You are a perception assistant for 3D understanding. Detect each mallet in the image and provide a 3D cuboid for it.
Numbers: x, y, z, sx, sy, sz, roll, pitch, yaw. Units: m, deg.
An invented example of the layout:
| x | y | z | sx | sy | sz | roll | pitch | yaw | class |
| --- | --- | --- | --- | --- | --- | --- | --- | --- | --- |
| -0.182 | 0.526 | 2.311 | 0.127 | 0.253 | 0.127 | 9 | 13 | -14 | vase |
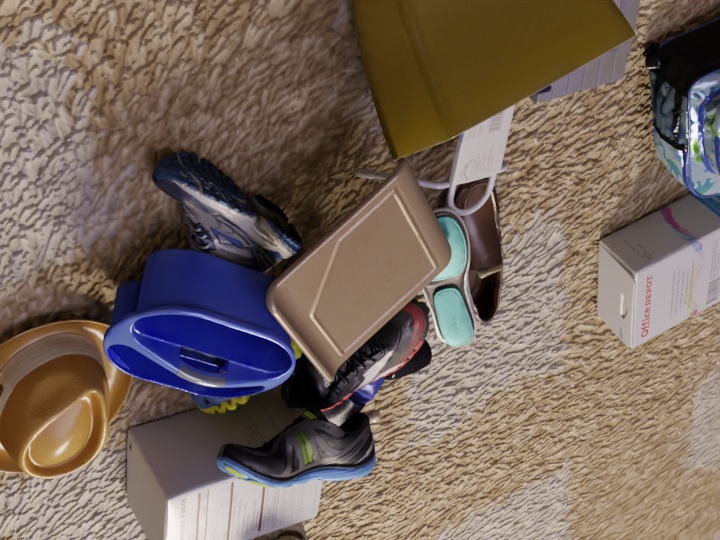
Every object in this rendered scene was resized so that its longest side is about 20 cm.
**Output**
| x | y | z | sx | sy | sz | roll | pitch | yaw | class |
| --- | --- | --- | --- | --- | --- | --- | --- | --- | --- |
| 0.056 | 0.025 | 1.486 | 0.065 | 0.041 | 0.203 | -7 | 108 | -41 | mallet |

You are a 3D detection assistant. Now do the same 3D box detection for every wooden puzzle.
| x | y | z | sx | sy | sz | roll | pitch | yaw | class |
| --- | --- | --- | --- | --- | --- | --- | --- | --- | --- |
| 0.000 | 0.000 | 1.322 | 0.200 | 0.037 | 0.185 | -46 | 146 | -8 | wooden puzzle |

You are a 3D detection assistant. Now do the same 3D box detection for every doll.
| x | y | z | sx | sy | sz | roll | pitch | yaw | class |
| --- | --- | --- | --- | --- | --- | --- | --- | --- | --- |
| -0.019 | 0.152 | 1.563 | 0.200 | 0.049 | 0.136 | -49 | 135 | 9 | doll |

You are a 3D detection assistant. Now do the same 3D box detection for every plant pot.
| x | y | z | sx | sy | sz | roll | pitch | yaw | class |
| --- | --- | --- | --- | --- | --- | --- | --- | --- | --- |
| 0.096 | -0.234 | 1.194 | 0.199 | 0.200 | 0.178 | -30 | 96 | -12 | plant pot |

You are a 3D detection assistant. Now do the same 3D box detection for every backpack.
| x | y | z | sx | sy | sz | roll | pitch | yaw | class |
| --- | --- | --- | --- | --- | --- | --- | --- | --- | --- |
| 0.440 | -0.186 | 1.545 | 0.181 | 0.147 | 0.201 | -26 | 140 | -12 | backpack |

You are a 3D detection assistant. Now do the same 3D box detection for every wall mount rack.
| x | y | z | sx | sy | sz | roll | pitch | yaw | class |
| --- | --- | --- | --- | --- | --- | --- | --- | --- | --- |
| 0.090 | -0.152 | 1.372 | 0.172 | 0.075 | 0.202 | -16 | 133 | -31 | wall mount rack |

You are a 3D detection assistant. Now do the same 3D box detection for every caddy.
| x | y | z | sx | sy | sz | roll | pitch | yaw | class |
| --- | --- | --- | --- | --- | --- | --- | --- | --- | --- |
| -0.159 | 0.066 | 1.294 | 0.198 | 0.106 | 0.141 | 20 | 140 | -31 | caddy |

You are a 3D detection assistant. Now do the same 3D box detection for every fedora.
| x | y | z | sx | sy | sz | roll | pitch | yaw | class |
| --- | --- | --- | --- | --- | --- | --- | --- | --- | --- |
| -0.307 | 0.145 | 1.314 | 0.199 | 0.082 | 0.202 | -21 | 135 | -22 | fedora |

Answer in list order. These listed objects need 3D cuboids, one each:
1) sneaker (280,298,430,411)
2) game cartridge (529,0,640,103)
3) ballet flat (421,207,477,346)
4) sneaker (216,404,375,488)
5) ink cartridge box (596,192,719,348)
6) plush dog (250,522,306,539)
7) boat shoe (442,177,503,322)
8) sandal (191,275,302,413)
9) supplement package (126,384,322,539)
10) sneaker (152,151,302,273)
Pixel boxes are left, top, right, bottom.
| x | y | z | sx | sy | sz | roll | pitch | yaw | class |
| --- | --- | --- | --- | --- | --- | --- | --- | --- | --- |
| -0.010 | 0.099 | 1.437 | 0.199 | 0.071 | 0.098 | -34 | 172 | 20 | sneaker |
| 0.245 | -0.285 | 1.399 | 0.128 | 0.038 | 0.202 | -21 | 135 | -27 | game cartridge |
| 0.093 | -0.003 | 1.471 | 0.069 | 0.069 | 0.202 | -27 | 131 | -15 | ballet flat |
| -0.069 | 0.187 | 1.397 | 0.198 | 0.070 | 0.084 | -2 | 94 | -35 | sneaker |
| 0.414 | -0.007 | 1.725 | 0.198 | 0.085 | 0.146 | -26 | 136 | -18 | ink cartridge box |
| -0.102 | 0.340 | 1.555 | 0.160 | 0.172 | 0.200 | -39 | 146 | -3 | plush dog |
| 0.142 | -0.024 | 1.512 | 0.074 | 0.075 | 0.204 | -24 | 136 | -18 | boat shoe |
| -0.113 | 0.076 | 1.422 | 0.200 | 0.080 | 0.087 | -41 | 103 | 10 | sandal |
| -0.154 | 0.231 | 1.478 | 0.198 | 0.117 | 0.118 | -14 | 132 | -27 | supplement package |
| -0.142 | -0.042 | 1.287 | 0.085 | 0.077 | 0.199 | -44 | 138 | 11 | sneaker |
